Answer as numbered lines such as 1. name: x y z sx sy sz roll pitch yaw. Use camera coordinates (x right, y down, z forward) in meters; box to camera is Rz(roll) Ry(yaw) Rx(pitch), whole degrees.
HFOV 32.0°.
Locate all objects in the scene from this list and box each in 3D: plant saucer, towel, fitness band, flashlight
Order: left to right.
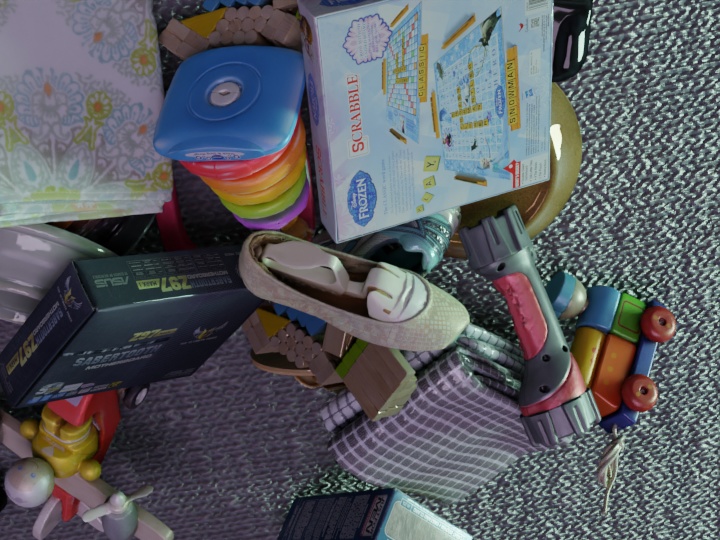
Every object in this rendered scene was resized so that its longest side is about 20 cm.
1. plant saucer: -0.288 0.010 1.075 0.198 0.051 0.200 10 161 3
2. towel: -0.238 -0.137 0.991 0.170 0.048 0.202 -6 90 -34
3. fitness band: -0.114 -0.074 1.115 0.142 0.038 0.202 -5 118 3
4. towel: 0.085 0.140 1.168 0.165 0.086 0.199 -40 137 23
5. plant saucer: 0.101 -0.092 1.112 0.198 0.036 0.202 -1 118 -2
6. flashlight: 0.141 0.049 1.088 0.067 0.068 0.201 -23 91 13

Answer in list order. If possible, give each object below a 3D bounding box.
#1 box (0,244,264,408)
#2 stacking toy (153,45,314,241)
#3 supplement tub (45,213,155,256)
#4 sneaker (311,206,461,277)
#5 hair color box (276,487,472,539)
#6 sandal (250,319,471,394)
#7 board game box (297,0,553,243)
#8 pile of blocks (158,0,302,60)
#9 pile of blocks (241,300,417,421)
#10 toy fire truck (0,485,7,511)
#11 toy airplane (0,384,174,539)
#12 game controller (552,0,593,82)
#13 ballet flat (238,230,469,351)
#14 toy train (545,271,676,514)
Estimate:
1. box: -0.188 0.045 1.067 0.199 0.051 0.158 -8 151 -48
2. stacking toy: -0.082 -0.078 1.034 0.115 0.111 0.201 0 145 16
3. supplement tub: -0.267 -0.091 1.057 0.107 0.107 0.200 -41 113 18
4. sneaker: 0.000 0.000 1.110 0.077 0.087 0.200 39 130 -17
5. hair color box: 0.009 0.264 1.221 0.100 0.061 0.200 34 154 -21
6. sandal: 0.005 0.094 1.187 0.210 0.078 0.070 -10 118 -4
7. board game box: 0.056 -0.139 0.993 0.198 0.041 0.201 -16 127 -16
8. pile of blocks: -0.065 -0.206 1.031 0.198 0.062 0.083 -6 75 22
9. pile of blocks: -0.019 0.059 1.104 0.062 0.199 0.083 -4 113 -51
10. toy fire truck: -0.479 0.214 1.221 0.198 0.129 0.177 -9 117 30
11. toy airplane: -0.285 0.184 1.182 0.199 0.141 0.201 -13 103 30
12. game controller: 0.094 -0.210 1.043 0.198 0.042 0.105 2 116 -3
13. ballet flat: -0.007 0.016 1.023 0.198 0.068 0.063 14 151 6
14. toy train: 0.202 0.105 1.144 0.115 0.201 0.085 25 157 -8
